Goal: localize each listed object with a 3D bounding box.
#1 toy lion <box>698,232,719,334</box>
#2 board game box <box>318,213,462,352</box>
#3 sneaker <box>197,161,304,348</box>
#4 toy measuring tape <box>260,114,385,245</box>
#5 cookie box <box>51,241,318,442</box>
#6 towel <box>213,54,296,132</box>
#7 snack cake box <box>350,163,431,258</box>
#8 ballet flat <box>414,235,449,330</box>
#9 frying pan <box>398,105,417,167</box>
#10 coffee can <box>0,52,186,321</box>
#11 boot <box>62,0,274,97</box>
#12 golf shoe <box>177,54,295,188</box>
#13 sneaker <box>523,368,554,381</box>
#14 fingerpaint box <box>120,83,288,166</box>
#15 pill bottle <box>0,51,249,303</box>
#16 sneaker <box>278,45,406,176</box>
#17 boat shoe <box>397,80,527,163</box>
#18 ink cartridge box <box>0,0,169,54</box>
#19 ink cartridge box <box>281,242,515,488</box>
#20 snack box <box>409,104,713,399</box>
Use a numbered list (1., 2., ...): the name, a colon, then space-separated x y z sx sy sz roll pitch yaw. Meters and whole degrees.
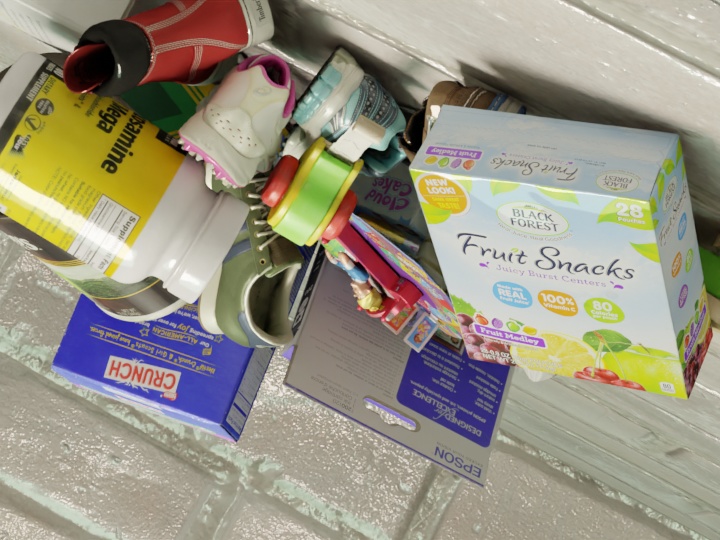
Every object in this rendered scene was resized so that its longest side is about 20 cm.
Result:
1. toy lion: 0.239 0.000 1.486 0.191 0.069 0.200 31 177 43
2. board game box: 0.000 0.000 1.621 0.200 0.039 0.158 38 170 20
3. sneaker: -0.078 -0.029 1.626 0.090 0.201 0.067 23 -154 40
4. toy measuring tape: -0.029 -0.060 1.474 0.073 0.074 0.200 29 164 -9
5. cookie box: -0.152 0.027 1.749 0.171 0.201 0.075 18 167 17
6. towel: -0.133 -0.172 1.756 0.146 0.030 0.200 21 170 38
7. snack cake box: 0.051 -0.050 1.764 0.115 0.067 0.200 25 172 31
8. ballet flat: 0.093 -0.012 1.654 0.075 0.068 0.200 30 142 -28
9. frying pan: 0.029 -0.110 1.610 0.189 0.031 0.115 23 168 23
10. coffee can: -0.217 -0.064 1.630 0.146 0.147 0.200 23 167 36
11. boot: -0.158 -0.160 1.462 0.073 0.144 0.200 68 162 -3
12. golf shoe: -0.077 -0.120 1.487 0.075 0.092 0.200 38 -168 -8
13. sneaker: 0.200 0.020 1.602 0.080 0.129 0.199 60 163 19
14. fingerpaint box: -0.137 -0.107 1.805 0.166 0.074 0.200 18 167 26
15. pill bottle: -0.186 -0.063 1.456 0.200 0.113 0.112 31 172 -8
16. sneaker: -0.008 -0.099 1.544 0.086 0.078 0.200 38 172 3
17. boat shoe: 0.069 -0.094 1.438 0.072 0.072 0.200 32 163 3
18. ink cartridge box: -0.254 -0.235 1.548 0.199 0.088 0.145 29 174 3
19. ink cartridge box: 0.035 0.077 1.726 0.198 0.200 0.043 28 137 -10
20. snack box: 0.138 -0.011 1.336 0.168 0.068 0.200 9 141 26
